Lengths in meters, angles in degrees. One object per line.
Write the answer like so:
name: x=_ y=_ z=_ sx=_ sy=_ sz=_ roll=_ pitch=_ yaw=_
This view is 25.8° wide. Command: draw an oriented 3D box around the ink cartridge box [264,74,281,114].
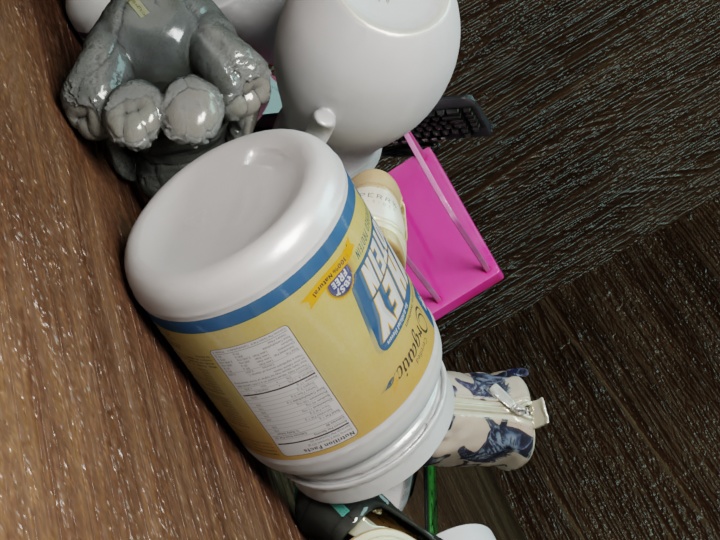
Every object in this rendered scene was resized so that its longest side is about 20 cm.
ink cartridge box: x=-0.083 y=-0.100 z=1.460 sx=0.144 sy=0.084 sz=0.201 roll=24 pitch=27 yaw=-38

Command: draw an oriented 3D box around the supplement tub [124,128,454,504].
supplement tub: x=-0.037 y=0.031 z=0.957 sx=0.201 sy=0.144 sz=0.145 roll=58 pitch=4 yaw=-35

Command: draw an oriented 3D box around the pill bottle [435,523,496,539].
pill bottle: x=0.104 y=0.294 z=1.164 sx=0.201 sy=0.110 sz=0.111 roll=62 pitch=4 yaw=34

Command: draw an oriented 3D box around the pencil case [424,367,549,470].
pencil case: x=0.036 y=0.106 z=1.155 sx=0.090 sy=0.198 sz=0.079 roll=-50 pitch=-137 yaw=50

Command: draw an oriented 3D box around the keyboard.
keyboard: x=0.012 y=-0.112 z=1.318 sx=0.127 sy=0.197 sz=0.021 roll=37 pitch=52 yaw=-68

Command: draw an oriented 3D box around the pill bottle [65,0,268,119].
pill bottle: x=-0.161 y=-0.194 z=1.235 sx=0.201 sy=0.111 sz=0.113 roll=59 pitch=4 yaw=-31

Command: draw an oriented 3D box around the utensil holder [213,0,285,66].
utensil holder: x=-0.045 y=-0.234 z=1.169 sx=0.199 sy=0.170 sz=0.171 roll=19 pitch=37 yaw=-54

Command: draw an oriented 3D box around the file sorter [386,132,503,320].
file sorter: x=-0.017 y=-0.020 z=1.241 sx=0.140 sy=0.199 sz=0.126 roll=62 pitch=7 yaw=33

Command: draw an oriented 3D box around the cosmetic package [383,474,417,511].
cosmetic package: x=0.023 y=0.153 z=1.308 sx=0.200 sy=0.050 sz=0.084 roll=19 pitch=79 yaw=-84

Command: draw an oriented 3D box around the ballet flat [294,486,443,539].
ballet flat: x=0.027 y=0.201 z=1.055 sx=0.200 sy=0.068 sz=0.068 roll=42 pitch=-8 yaw=-40

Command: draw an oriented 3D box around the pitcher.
pitcher: x=-0.014 y=-0.113 z=1.055 sx=0.120 sy=0.173 sz=0.200 roll=26 pitch=-33 yaw=-2

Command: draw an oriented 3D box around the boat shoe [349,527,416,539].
boat shoe: x=0.041 y=0.245 z=1.005 sx=0.201 sy=0.071 sz=0.065 roll=65 pitch=-5 yaw=-36

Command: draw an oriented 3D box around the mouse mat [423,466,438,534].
mouse mat: x=0.061 y=0.208 z=1.346 sx=0.161 sy=0.007 sz=0.203 roll=32 pitch=55 yaw=-83

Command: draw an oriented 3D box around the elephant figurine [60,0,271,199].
elephant figurine: x=-0.123 y=-0.092 z=1.071 sx=0.140 sy=0.156 sz=0.201 roll=27 pitch=-20 yaw=18

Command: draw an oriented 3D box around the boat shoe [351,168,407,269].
boat shoe: x=0.000 y=0.000 z=1.100 sx=0.201 sy=0.073 sz=0.070 roll=112 pitch=-11 yaw=-60
